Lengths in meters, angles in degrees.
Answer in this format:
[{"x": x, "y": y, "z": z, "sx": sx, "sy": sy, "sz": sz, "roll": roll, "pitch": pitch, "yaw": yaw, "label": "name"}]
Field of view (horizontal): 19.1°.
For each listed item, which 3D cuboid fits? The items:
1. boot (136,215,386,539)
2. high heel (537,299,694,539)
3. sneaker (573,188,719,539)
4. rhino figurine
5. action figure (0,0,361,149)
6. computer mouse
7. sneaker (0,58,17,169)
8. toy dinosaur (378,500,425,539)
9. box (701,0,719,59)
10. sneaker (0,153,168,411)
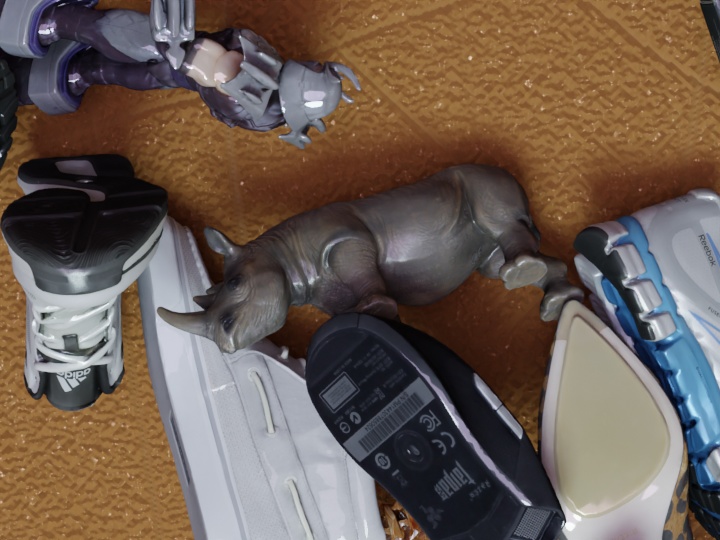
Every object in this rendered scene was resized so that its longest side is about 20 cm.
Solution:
[{"x": -0.049, "y": 0.059, "z": 1.054, "sx": 0.095, "sy": 0.074, "sz": 0.201, "roll": -12, "pitch": 75, "yaw": -13, "label": "boot"}, {"x": 0.126, "y": 0.120, "z": 1.037, "sx": 0.071, "sy": 0.143, "sz": 0.201, "roll": -15, "pitch": 77, "yaw": 1, "label": "high heel"}, {"x": 0.181, "y": 0.052, "z": 1.029, "sx": 0.086, "sy": 0.075, "sz": 0.201, "roll": -28, "pitch": 106, "yaw": -15, "label": "sneaker"}, {"x": 0.000, "y": 0.000, "z": 1.014, "sx": 0.199, "sy": 0.088, "sz": 0.060, "roll": -13, "pitch": 138, "yaw": -14, "label": "rhino figurine"}, {"x": -0.092, "y": -0.104, "z": 1.013, "sx": 0.199, "sy": 0.130, "sz": 0.070, "roll": 12, "pitch": 72, "yaw": 20, "label": "action figure"}, {"x": 0.042, "y": 0.111, "z": 0.988, "sx": 0.200, "sy": 0.046, "sz": 0.141, "roll": 46, "pitch": 132, "yaw": 7, "label": "computer mouse"}, {"x": -0.238, "y": -0.035, "z": 1.049, "sx": 0.087, "sy": 0.076, "sz": 0.200, "roll": 32, "pitch": 121, "yaw": 8, "label": "sneaker"}, {"x": -0.024, "y": 0.184, "z": 1.071, "sx": 0.136, "sy": 0.102, "sz": 0.200, "roll": 50, "pitch": 125, "yaw": 15, "label": "toy dinosaur"}, {"x": 0.266, "y": -0.060, "z": 0.989, "sx": 0.160, "sy": 0.044, "sz": 0.201, "roll": -21, "pitch": 96, "yaw": 3, "label": "box"}, {"x": -0.125, "y": 0.017, "z": 1.003, "sx": 0.075, "sy": 0.201, "sz": 0.116, "roll": -4, "pitch": 103, "yaw": -7, "label": "sneaker"}]
